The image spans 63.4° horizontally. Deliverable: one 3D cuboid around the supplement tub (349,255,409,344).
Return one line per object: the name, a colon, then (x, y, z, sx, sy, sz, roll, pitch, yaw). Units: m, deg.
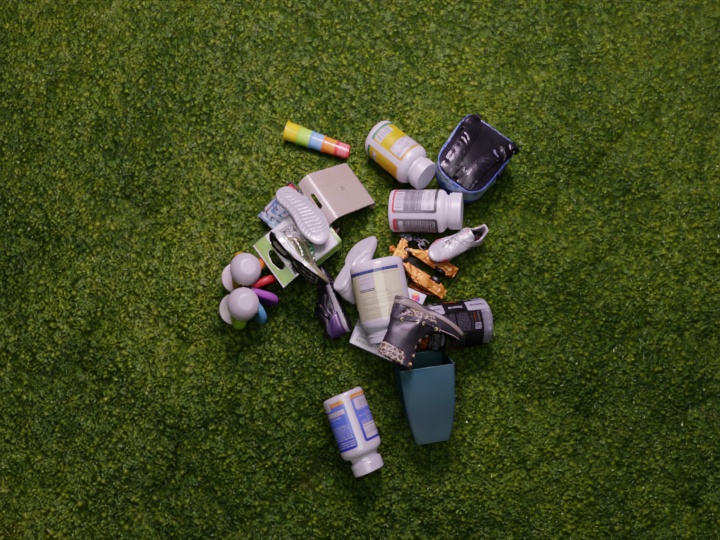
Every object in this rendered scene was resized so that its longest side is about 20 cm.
supplement tub: (0.057, 0.076, 1.504, 0.141, 0.145, 0.206, -11, 86, -3)

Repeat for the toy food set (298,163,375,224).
toy food set: (-0.062, -0.209, 1.613, 0.198, 0.060, 0.145, -27, 77, -44)

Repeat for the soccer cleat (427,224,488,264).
soccer cleat: (0.265, -0.077, 1.583, 0.196, 0.086, 0.070, -18, 70, -30)

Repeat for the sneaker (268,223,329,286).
sneaker: (-0.142, -0.048, 1.504, 0.200, 0.077, 0.089, 46, 65, 3)

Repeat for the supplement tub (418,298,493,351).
supplement tub: (0.240, 0.145, 1.537, 0.194, 0.123, 0.126, -6, 77, -11)

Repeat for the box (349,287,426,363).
box: (0.074, 0.134, 1.592, 0.152, 0.041, 0.205, 22, 80, 3)

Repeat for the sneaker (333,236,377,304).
sneaker: (0.000, 0.000, 1.613, 0.089, 0.074, 0.202, 46, 60, -28)

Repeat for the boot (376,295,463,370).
boot: (0.143, 0.167, 1.415, 0.197, 0.073, 0.154, 28, 80, -15)

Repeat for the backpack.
backpack: (0.306, -0.297, 1.631, 0.182, 0.147, 0.201, 38, 76, 7)

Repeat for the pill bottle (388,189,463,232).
pill bottle: (0.180, -0.162, 1.597, 0.194, 0.114, 0.117, 2, 77, 15)

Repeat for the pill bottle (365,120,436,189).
pill bottle: (0.114, -0.319, 1.632, 0.113, 0.113, 0.199, -44, 66, -9)

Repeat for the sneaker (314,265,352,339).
sneaker: (-0.098, 0.087, 1.586, 0.086, 0.076, 0.204, -24, 72, 8)

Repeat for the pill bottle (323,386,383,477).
pill bottle: (-0.014, 0.414, 1.495, 0.109, 0.112, 0.205, -20, 79, -5)

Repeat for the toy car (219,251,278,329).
toy car: (-0.290, 0.056, 1.553, 0.146, 0.174, 0.206, 7, 76, -24)

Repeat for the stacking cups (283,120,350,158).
stacking cups: (-0.124, -0.377, 1.697, 0.195, 0.061, 0.062, 18, 78, -1)

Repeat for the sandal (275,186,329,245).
sandal: (-0.148, -0.141, 1.530, 0.081, 0.050, 0.204, -29, 67, -23)

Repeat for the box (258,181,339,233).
box: (-0.173, -0.134, 1.648, 0.200, 0.040, 0.137, 43, 82, 8)

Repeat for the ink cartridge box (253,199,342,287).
ink cartridge box: (-0.168, -0.068, 1.577, 0.199, 0.076, 0.149, -38, 82, -6)

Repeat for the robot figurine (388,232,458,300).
robot figurine: (0.162, -0.011, 1.614, 0.197, 0.058, 0.147, 31, 79, 5)

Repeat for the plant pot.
plant pot: (0.167, 0.327, 1.492, 0.137, 0.141, 0.206, -7, 97, -4)
